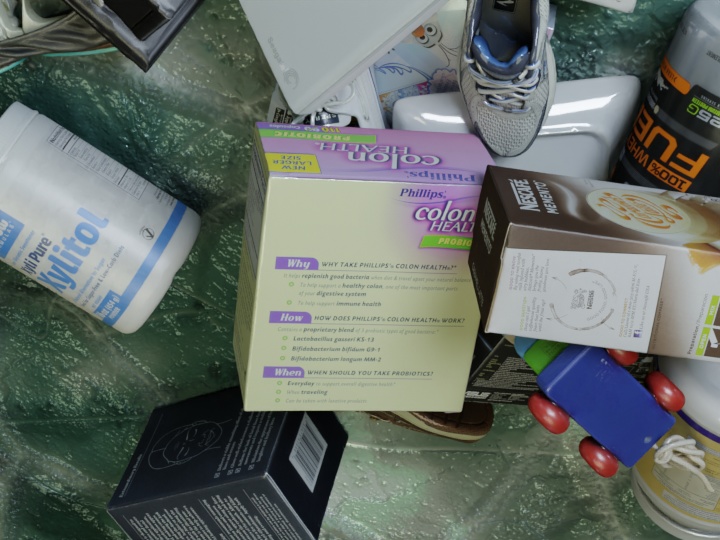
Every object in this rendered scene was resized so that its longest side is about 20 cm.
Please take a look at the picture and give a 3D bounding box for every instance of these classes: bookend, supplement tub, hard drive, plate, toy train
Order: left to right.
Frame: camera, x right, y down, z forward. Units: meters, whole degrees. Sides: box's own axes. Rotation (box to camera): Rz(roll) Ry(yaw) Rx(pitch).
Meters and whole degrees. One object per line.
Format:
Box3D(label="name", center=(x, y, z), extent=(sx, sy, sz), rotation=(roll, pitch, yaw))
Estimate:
Box3D(label="supplement tub", center=(-0.257, -0.045, 1.157), extent=(0.199, 0.132, 0.132), rotation=(32, 129, -12))
Box3D(label="bookend", center=(-0.181, -0.257, 0.926), extent=(0.200, 0.092, 0.199), rotation=(41, 164, -18))
Box3D(label="hard drive", center=(-0.005, -0.217, 0.893), extent=(0.200, 0.026, 0.132), rotation=(-34, 77, 38))
Box3D(label="plate", center=(0.128, -0.063, 1.057), extent=(0.199, 0.032, 0.200), rotation=(-6, 133, -3))
Box3D(label="toy train", center=(0.183, 0.093, 0.963), extent=(0.085, 0.116, 0.200), rotation=(-45, 127, 6))
Box3D(label="supplement tub", center=(0.263, -0.091, 0.963), extent=(0.122, 0.123, 0.201), rotation=(19, 119, -1))
Box3D(label="supplement tub", center=(0.298, 0.122, 1.044), extent=(0.145, 0.146, 0.200), rotation=(11, 142, 7))

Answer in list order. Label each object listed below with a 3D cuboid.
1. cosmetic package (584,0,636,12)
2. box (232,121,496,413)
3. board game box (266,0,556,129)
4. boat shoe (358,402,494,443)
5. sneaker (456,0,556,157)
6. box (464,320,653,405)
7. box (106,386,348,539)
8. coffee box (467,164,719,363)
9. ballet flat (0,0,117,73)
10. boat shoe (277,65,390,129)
Box3D(label="cosmetic package", center=(0.115, -0.266, 0.916), extent=(0.199, 0.074, 0.102), rotation=(14, 130, 2))
Box3D(label="box", center=(0.000, 0.000, 0.977), extent=(0.175, 0.097, 0.201), rotation=(1, 120, -12))
Box3D(label="board game box", center=(0.034, -0.154, 1.047), extent=(0.198, 0.043, 0.201), rotation=(19, 130, 0))
Box3D(label="boat shoe", center=(0.031, 0.117, 1.258), extent=(0.202, 0.075, 0.075), rotation=(26, 144, 1))
Box3D(label="sneaker", center=(0.099, -0.156, 0.911), extent=(0.077, 0.085, 0.201), rotation=(5, 133, 12))
Box3D(label="box", center=(0.183, 0.036, 1.079), extent=(0.199, 0.086, 0.164), rotation=(7, 137, -29))
Box3D(label="box", center=(-0.134, 0.208, 1.317), extent=(0.199, 0.149, 0.107), rotation=(-16, 122, 26))
Box3D(label="coffee box", center=(0.181, -0.004, 0.872), extent=(0.199, 0.114, 0.080), rotation=(7, 114, -6))
Box3D(label="ballet flat", center=(-0.282, -0.205, 1.084), extent=(0.199, 0.068, 0.069), rotation=(-12, 115, 11))
Box3D(label="boat shoe", center=(-0.029, -0.130, 0.997), extent=(0.074, 0.086, 0.203), rotation=(-7, 125, 20))
